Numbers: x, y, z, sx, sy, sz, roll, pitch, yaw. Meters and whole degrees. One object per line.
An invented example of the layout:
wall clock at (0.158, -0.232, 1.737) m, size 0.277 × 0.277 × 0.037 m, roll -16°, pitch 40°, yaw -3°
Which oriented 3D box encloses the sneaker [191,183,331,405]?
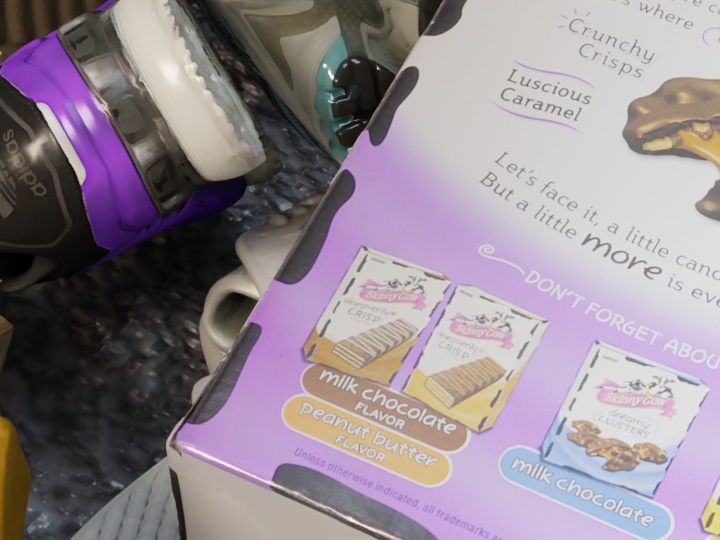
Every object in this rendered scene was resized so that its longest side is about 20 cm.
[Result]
sneaker at (0.000, 0.000, 0.857) m, size 0.080 × 0.070 × 0.200 m, roll 17°, pitch 38°, yaw 0°

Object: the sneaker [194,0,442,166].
sneaker at (-0.033, -0.099, 0.801) m, size 0.078 × 0.200 × 0.086 m, roll -41°, pitch 35°, yaw -15°

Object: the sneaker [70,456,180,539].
sneaker at (0.016, 0.058, 0.752) m, size 0.200 × 0.082 × 0.074 m, roll -32°, pitch 29°, yaw -15°

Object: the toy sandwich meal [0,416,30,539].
toy sandwich meal at (-0.150, 0.038, 0.638) m, size 0.205 × 0.070 × 0.205 m, roll 10°, pitch 4°, yaw -1°

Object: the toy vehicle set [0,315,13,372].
toy vehicle set at (-0.200, 0.031, 0.762) m, size 0.124 × 0.027 × 0.200 m, roll 34°, pitch 39°, yaw 17°

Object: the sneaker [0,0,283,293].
sneaker at (-0.082, -0.034, 0.827) m, size 0.070 × 0.099 × 0.200 m, roll 60°, pitch 0°, yaw 0°

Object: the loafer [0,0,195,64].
loafer at (-0.075, -0.116, 0.916) m, size 0.200 × 0.076 × 0.067 m, roll -12°, pitch 33°, yaw -15°

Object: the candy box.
candy box at (0.078, 0.011, 0.678) m, size 0.168 × 0.072 × 0.200 m, roll 23°, pitch 60°, yaw 14°
